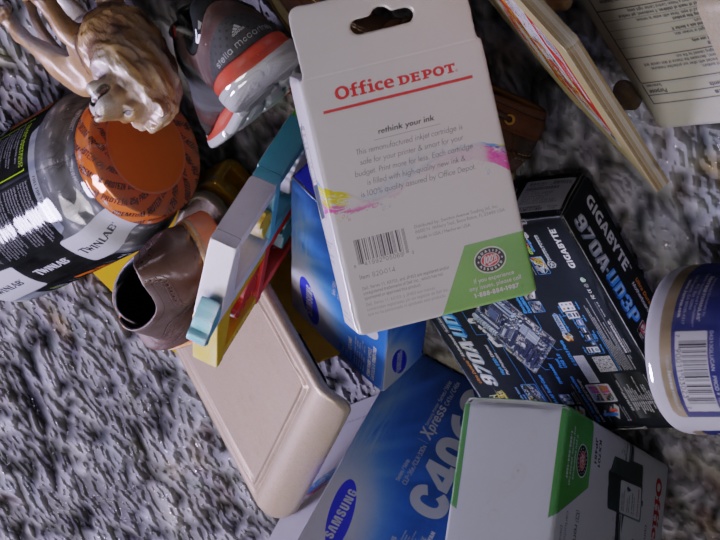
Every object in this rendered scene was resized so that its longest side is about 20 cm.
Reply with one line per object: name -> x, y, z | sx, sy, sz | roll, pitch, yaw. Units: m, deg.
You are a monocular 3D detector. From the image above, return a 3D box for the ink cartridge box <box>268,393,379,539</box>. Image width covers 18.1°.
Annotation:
ink cartridge box -> 0.017, 0.212, 1.719 | 0.084, 0.201, 0.145 | -24, 117, 44

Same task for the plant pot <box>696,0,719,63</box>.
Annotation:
plant pot -> 0.293, -0.130, 1.161 | 0.176, 0.200, 0.200 | 4, 136, 42

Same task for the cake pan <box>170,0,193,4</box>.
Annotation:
cake pan -> -0.128, -0.258, 1.422 | 0.199, 0.037, 0.201 | 19, 142, 16

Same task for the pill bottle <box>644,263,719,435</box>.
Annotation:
pill bottle -> 0.289, 0.048, 1.418 | 0.199, 0.111, 0.111 | -3, 132, 36

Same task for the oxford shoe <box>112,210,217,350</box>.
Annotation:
oxford shoe -> -0.147, 0.015, 1.608 | 0.072, 0.073, 0.200 | 62, 159, 14

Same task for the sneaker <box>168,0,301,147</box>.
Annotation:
sneaker -> -0.085, -0.141, 1.474 | 0.082, 0.077, 0.200 | 51, 167, 2

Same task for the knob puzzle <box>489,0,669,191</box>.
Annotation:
knob puzzle -> 0.103, -0.155, 1.316 | 0.220, 0.030, 0.220 | 50, -177, -4

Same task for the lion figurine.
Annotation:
lion figurine -> -0.178, -0.148, 1.509 | 0.123, 0.072, 0.200 | 50, 173, -13

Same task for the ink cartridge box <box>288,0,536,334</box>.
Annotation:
ink cartridge box -> 0.026, -0.074, 1.374 | 0.116, 0.067, 0.202 | -13, 98, -5

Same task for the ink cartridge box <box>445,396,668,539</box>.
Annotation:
ink cartridge box -> 0.140, 0.183, 1.584 | 0.082, 0.148, 0.200 | 1, 165, 29

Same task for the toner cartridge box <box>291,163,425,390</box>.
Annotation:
toner cartridge box -> 0.000, 0.000, 1.529 | 0.095, 0.043, 0.200 | 43, 161, 18

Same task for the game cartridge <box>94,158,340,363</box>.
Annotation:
game cartridge -> -0.102, 0.010, 1.716 | 0.176, 0.033, 0.199 | 46, 143, -18

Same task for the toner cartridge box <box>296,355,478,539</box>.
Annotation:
toner cartridge box -> 0.030, 0.156, 1.645 | 0.094, 0.201, 0.043 | 26, 142, 5

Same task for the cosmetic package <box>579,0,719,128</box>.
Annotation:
cosmetic package -> 0.173, -0.185, 1.251 | 0.103, 0.087, 0.200 | -4, 131, 45

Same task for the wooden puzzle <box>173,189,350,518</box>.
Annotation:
wooden puzzle -> -0.082, 0.062, 1.656 | 0.201, 0.037, 0.185 | 55, 149, 19

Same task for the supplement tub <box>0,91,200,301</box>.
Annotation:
supplement tub -> -0.211, -0.057, 1.635 | 0.123, 0.123, 0.199 | 46, 141, -19

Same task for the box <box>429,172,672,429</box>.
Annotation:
box -> 0.125, 0.028, 1.561 | 0.158, 0.046, 0.201 | -6, 129, 40

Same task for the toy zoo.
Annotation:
toy zoo -> -0.068, -0.024, 1.509 | 0.020, 0.201, 0.132 | 24, 143, 8

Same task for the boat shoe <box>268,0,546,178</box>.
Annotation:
boat shoe -> 0.031, -0.133, 1.440 | 0.200, 0.072, 0.068 | 38, 109, -2
